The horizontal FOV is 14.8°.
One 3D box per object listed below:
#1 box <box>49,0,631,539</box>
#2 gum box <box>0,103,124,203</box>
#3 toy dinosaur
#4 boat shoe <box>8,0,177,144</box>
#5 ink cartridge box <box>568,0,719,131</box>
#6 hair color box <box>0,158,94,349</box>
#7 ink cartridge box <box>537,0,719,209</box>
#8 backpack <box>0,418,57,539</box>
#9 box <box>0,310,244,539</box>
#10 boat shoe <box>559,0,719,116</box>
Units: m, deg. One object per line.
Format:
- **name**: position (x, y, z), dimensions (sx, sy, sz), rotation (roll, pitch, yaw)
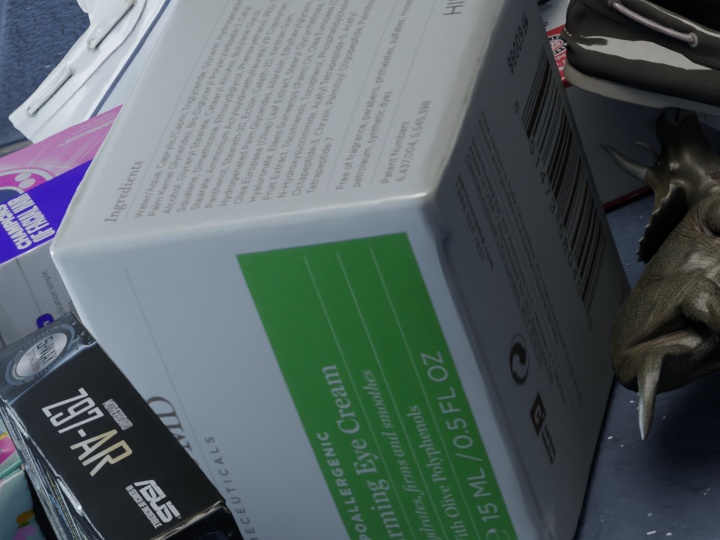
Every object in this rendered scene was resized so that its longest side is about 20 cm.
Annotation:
- **box**: position (0.000, 0.000, 1.192), dimensions (0.171, 0.199, 0.200), rotation (-7, 35, 22)
- **gum box**: position (-0.184, 0.000, 1.417), dimensions (0.200, 0.066, 0.114), rotation (-25, 31, -7)
- **toy dinosaur**: position (0.145, 0.013, 1.166), dimensions (0.102, 0.077, 0.200), rotation (-26, 34, 43)
- **boat shoe**: position (-0.123, -0.143, 1.499), dimensions (0.200, 0.066, 0.072), rotation (-54, 6, 27)
- **ink cartridge box**: position (0.220, -0.141, 1.294), dimensions (0.161, 0.050, 0.200), rotation (30, 60, 30)
- **hair color box**: position (-0.102, -0.001, 1.335), dimensions (0.200, 0.109, 0.065), rotation (-27, 33, -11)
- **ink cartridge box**: position (0.123, -0.124, 1.419), dimensions (0.147, 0.083, 0.200), rotation (-23, 33, -3)
- **backpack**: position (-0.242, 0.109, 1.215), dimensions (0.200, 0.153, 0.176), rotation (-40, 42, -16)
- **box**: position (-0.066, 0.134, 1.029), dimensions (0.044, 0.200, 0.160), rotation (-28, 32, -12)
- **boat shoe**: position (0.183, -0.093, 1.182), dimensions (0.200, 0.057, 0.067), rotation (11, 28, 15)
